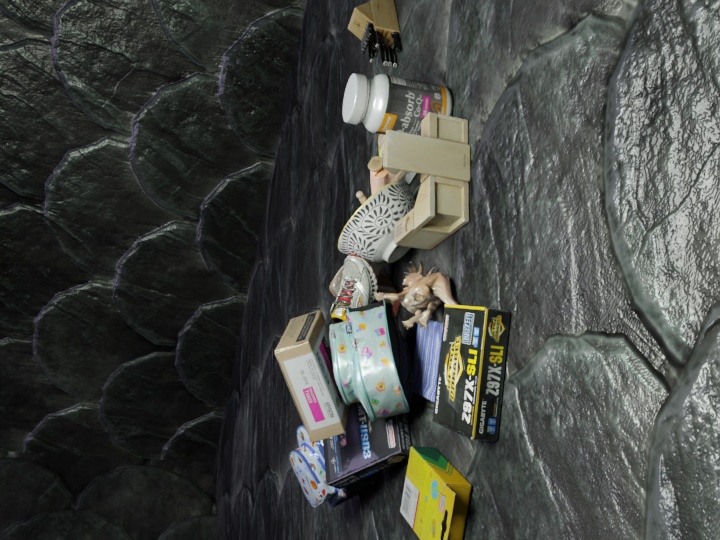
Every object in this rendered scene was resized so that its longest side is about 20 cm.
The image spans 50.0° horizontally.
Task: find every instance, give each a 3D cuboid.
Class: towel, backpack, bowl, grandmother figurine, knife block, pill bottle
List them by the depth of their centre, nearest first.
[{"bbox_3d":[0.133,0.167,1.417,0.200,0.024,0.147,-175,93,-73],"label":"towel"},{"bbox_3d":[0.024,0.182,1.466,0.177,0.152,0.201,74,177,-48],"label":"backpack"},{"bbox_3d":[0.071,-0.322,1.521,0.116,0.198,0.118,-173,90,-73],"label":"pill bottle"},{"bbox_3d":[0.057,-0.079,1.582,0.094,0.200,0.201,46,140,17],"label":"bowl"},{"bbox_3d":[0.050,-0.153,1.677,0.201,0.120,0.061,84,-156,-46],"label":"grandmother figurine"},{"bbox_3d":[-0.073,0.417,1.703,0.192,0.153,0.200,65,151,17],"label":"backpack"},{"bbox_3d":[0.065,-0.590,1.918,0.200,0.175,0.064,-38,-15,-40],"label":"knife block"}]

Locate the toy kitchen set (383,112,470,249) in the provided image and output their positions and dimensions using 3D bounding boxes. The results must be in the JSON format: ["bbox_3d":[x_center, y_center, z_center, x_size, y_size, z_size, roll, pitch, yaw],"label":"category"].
[{"bbox_3d":[0.094,-0.170,1.446,0.180,0.161,0.203,139,136,-65],"label":"toy kitchen set"}]

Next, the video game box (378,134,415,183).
[{"bbox_3d":[0.093,-0.281,1.700,0.200,0.046,0.184,124,151,-56],"label":"video game box"}]

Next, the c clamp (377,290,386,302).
[{"bbox_3d":[-0.017,0.112,1.677,0.201,0.027,0.171,-60,21,16],"label":"c clamp"}]

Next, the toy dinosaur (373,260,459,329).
[{"bbox_3d":[0.122,0.036,1.431,0.199,0.135,0.086,-8,117,52],"label":"toy dinosaur"}]

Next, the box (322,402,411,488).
[{"bbox_3d":[0.007,0.315,1.571,0.198,0.049,0.202,-31,48,30],"label":"box"}]

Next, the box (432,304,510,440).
[{"bbox_3d":[0.175,0.159,1.242,0.159,0.049,0.203,180,97,-71],"label":"box"}]

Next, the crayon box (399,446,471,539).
[{"bbox_3d":[0.128,0.391,1.290,0.200,0.050,0.129,-148,67,-72],"label":"crayon box"}]

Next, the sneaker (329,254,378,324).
[{"bbox_3d":[-0.016,0.068,1.564,0.077,0.082,0.203,8,101,40],"label":"sneaker"}]

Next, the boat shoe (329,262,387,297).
[{"bbox_3d":[0.000,0.000,1.689,0.076,0.200,0.072,55,143,-5],"label":"boat shoe"}]

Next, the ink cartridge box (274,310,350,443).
[{"bbox_3d":[-0.086,0.203,1.500,0.165,0.074,0.202,-76,-33,-71],"label":"ink cartridge box"}]

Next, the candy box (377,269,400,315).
[{"bbox_3d":[0.029,0.070,1.741,0.200,0.055,0.117,-119,41,-63],"label":"candy box"}]
